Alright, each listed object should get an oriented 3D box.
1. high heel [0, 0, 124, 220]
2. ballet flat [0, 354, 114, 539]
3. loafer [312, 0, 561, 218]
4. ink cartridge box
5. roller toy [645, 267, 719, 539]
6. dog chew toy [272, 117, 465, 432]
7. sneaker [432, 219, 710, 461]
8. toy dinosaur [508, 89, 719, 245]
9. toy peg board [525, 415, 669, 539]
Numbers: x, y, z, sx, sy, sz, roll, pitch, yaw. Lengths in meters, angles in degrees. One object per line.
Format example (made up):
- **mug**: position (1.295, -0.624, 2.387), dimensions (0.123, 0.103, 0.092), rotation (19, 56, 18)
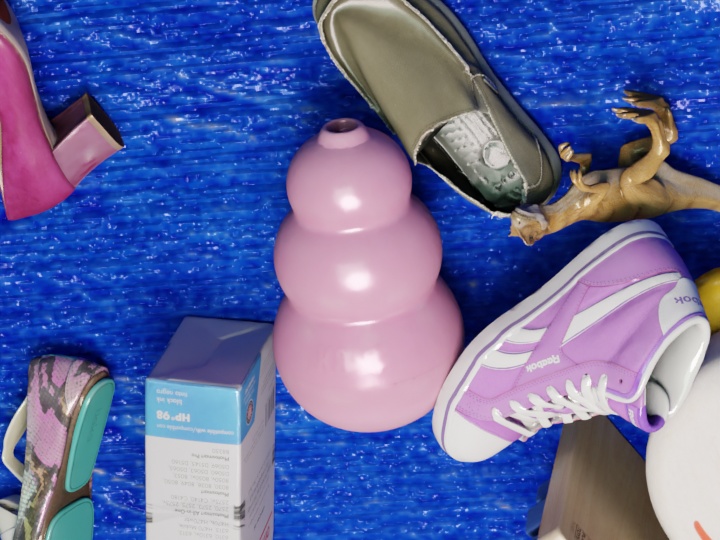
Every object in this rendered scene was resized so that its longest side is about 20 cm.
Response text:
- **high heel**: position (-0.246, -0.117, 1.472), dimensions (0.096, 0.068, 0.200), rotation (-35, 116, 10)
- **ballet flat**: position (-0.218, 0.150, 1.592), dimensions (0.071, 0.069, 0.201), rotation (18, 109, 23)
- **loafer**: position (0.049, -0.109, 1.441), dimensions (0.200, 0.070, 0.075), rotation (43, 111, -7)
- **ink cartridge box**: position (-0.099, 0.145, 1.536), dimensions (0.066, 0.116, 0.201), rotation (5, 110, 8)
- **roller toy**: position (0.276, 0.106, 1.442), dimensions (0.199, 0.140, 0.183), rotation (21, 120, 10)
- **dog chew toy**: position (0.000, 0.000, 1.452), dimensions (0.124, 0.125, 0.201), rotation (-1, 119, 10)
- **sneaker**: position (0.129, 0.072, 1.407), dimensions (0.072, 0.115, 0.201), rotation (21, 122, -41)
- **toy dinosaur**: position (0.182, -0.054, 1.448), dimensions (0.199, 0.060, 0.107), rotation (-2, 110, -15)
- **toy peg board**: position (0.162, 0.218, 1.471), dimensions (0.098, 0.200, 0.199), rotation (-38, 100, 21)
